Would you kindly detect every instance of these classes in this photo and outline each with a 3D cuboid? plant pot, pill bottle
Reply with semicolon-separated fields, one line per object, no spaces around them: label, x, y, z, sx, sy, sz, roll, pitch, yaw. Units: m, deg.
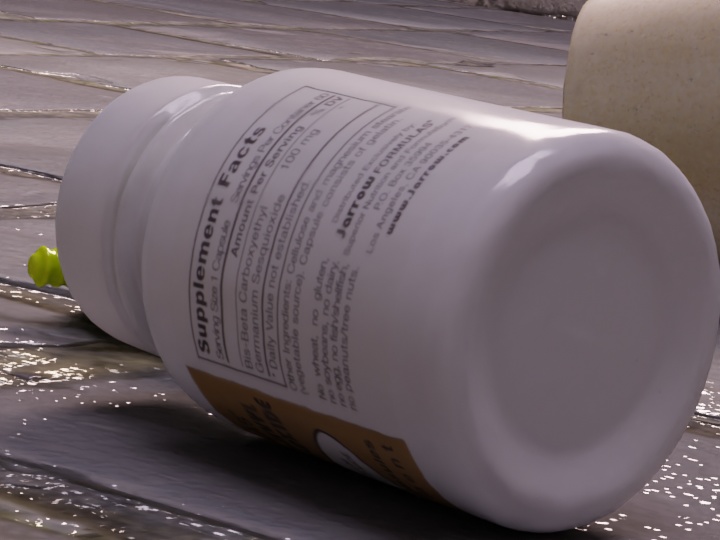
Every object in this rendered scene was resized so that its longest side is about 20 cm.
plant pot;0.194;-0.065;1.293;0.182;0.202;0.200;-2;4;25
pill bottle;0.000;0.000;0.882;0.114;0.115;0.199;-1;12;-41

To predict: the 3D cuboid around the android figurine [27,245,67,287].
android figurine;-0.021;0.004;1.088;0.199;0.041;0.182;2;10;-30
